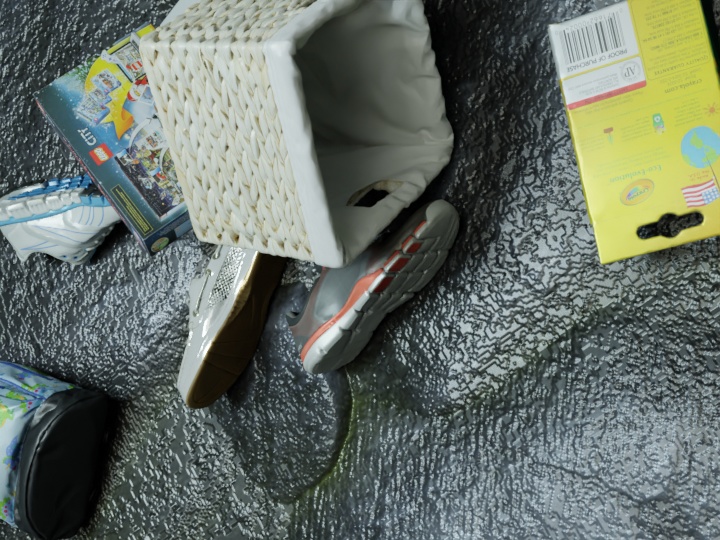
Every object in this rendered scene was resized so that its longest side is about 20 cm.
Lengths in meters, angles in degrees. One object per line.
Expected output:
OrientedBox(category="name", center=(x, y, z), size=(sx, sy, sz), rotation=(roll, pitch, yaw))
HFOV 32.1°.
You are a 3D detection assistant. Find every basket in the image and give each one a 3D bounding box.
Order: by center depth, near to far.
OrientedBox(category="basket", center=(-0.046, -0.136, 1.029), size=(0.160, 0.198, 0.201), rotation=(7, 126, 34))

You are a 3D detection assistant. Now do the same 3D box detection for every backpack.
OrientedBox(category="backpack", center=(-0.369, 0.164, 1.257), size=(0.199, 0.153, 0.164), rotation=(27, 107, 39))

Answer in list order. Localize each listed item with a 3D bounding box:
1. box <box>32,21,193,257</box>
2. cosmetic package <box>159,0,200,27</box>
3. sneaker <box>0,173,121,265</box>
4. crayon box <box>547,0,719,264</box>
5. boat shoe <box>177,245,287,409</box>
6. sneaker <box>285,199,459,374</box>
OrientedBox(category="box", center=(-0.201, -0.129, 1.192), size=(0.136, 0.038, 0.200), rotation=(-35, 69, -12))
OrientedBox(category="cosmetic package", center=(-0.082, -0.263, 1.154), size=(0.200, 0.071, 0.102), rotation=(-49, 68, 18))
OrientedBox(category="sneaker", center=(-0.271, -0.051, 1.256), size=(0.198, 0.075, 0.087), rotation=(-8, 117, 21))
OrientedBox(category="crayon box", center=(0.232, -0.114, 0.992), size=(0.126, 0.051, 0.202), rotation=(-14, 80, 27))
OrientedBox(category="boat shoe", center=(-0.128, 0.029, 1.168), size=(0.069, 0.071, 0.201), rotation=(25, 90, 28))
OrientedBox(category="sneaker", center=(0.000, 0.000, 1.098), size=(0.200, 0.077, 0.082), rotation=(-47, 62, 17))
